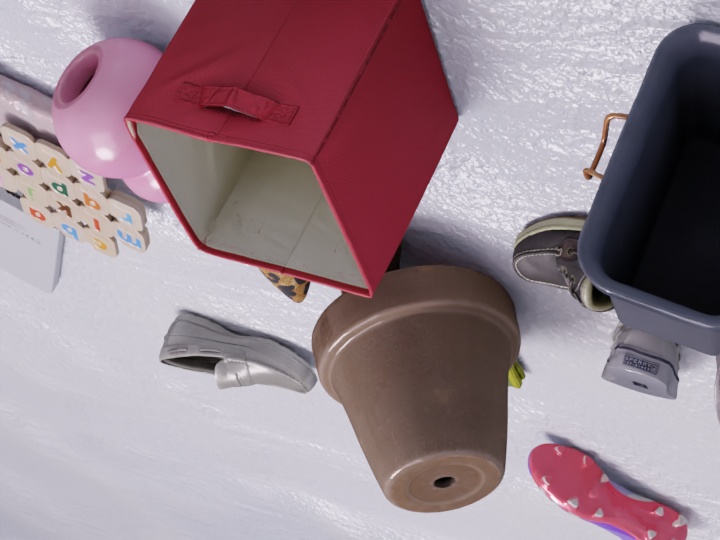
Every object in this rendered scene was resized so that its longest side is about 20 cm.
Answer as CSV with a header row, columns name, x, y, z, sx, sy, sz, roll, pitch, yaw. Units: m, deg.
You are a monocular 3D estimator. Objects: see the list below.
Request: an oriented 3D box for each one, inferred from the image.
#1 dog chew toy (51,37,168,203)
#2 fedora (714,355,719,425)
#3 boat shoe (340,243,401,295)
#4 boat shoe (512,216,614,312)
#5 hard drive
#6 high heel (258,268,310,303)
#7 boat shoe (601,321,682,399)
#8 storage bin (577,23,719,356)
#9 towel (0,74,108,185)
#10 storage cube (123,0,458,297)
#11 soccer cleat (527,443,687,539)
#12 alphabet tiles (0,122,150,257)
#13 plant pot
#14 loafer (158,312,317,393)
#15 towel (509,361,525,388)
name,x,y,z,sx,sy,sz,roll,pitch,yaw
dog chew toy,-0.180,-0.119,1.462,0.124,0.126,0.199,-3,149,47
fedora,0.340,0.068,1.278,0.200,0.177,0.090,43,180,-29
boat shoe,0.000,0.000,1.549,0.064,0.071,0.201,23,150,28
boat shoe,0.201,0.000,1.355,0.200,0.066,0.072,1,145,44
hard drive,-0.415,-0.047,1.931,0.131,0.026,0.200,29,155,-1
high heel,-0.044,-0.030,1.465,0.142,0.071,0.202,31,142,42
boat shoe,0.251,0.070,1.437,0.071,0.066,0.200,16,174,16
storage bin,0.227,-0.044,1.114,0.144,0.202,0.135,19,163,17
towel,-0.349,-0.139,1.687,0.198,0.032,0.191,25,155,6
storage cube,-0.047,-0.116,1.256,0.169,0.181,0.201,14,153,26
soccer cleat,0.264,0.254,1.773,0.199,0.067,0.076,27,160,-5
alphabet tiles,-0.310,-0.084,1.698,0.198,0.015,0.196,24,155,10
plant pot,0.062,0.121,1.504,0.198,0.176,0.201,-6,144,-5
loafer,-0.144,0.111,1.902,0.198,0.070,0.070,16,152,25
towel,0.073,0.074,1.684,0.198,0.018,0.086,10,144,35
